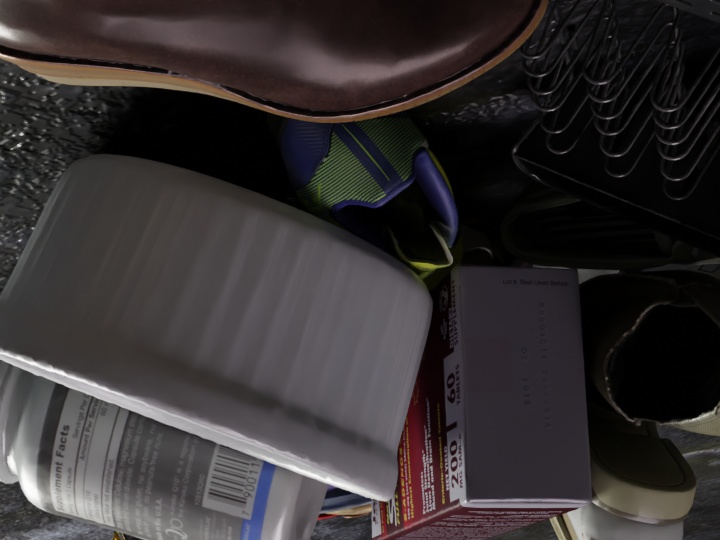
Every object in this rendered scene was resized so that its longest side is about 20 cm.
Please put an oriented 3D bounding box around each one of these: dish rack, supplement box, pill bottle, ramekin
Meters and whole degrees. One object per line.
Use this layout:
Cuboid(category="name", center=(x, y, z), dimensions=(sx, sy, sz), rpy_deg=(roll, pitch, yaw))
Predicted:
Cuboid(category="dish rack", center=(0.127, -0.065, 0.588), dimensions=(0.153, 0.055, 0.200), rpy_deg=(23, 169, 19))
Cuboid(category="supplement box", center=(0.052, 0.073, 0.759), dimensions=(0.061, 0.109, 0.200), rpy_deg=(2, 164, -11))
Cuboid(category="pill bottle", center=(-0.119, 0.089, 0.847), dimensions=(0.199, 0.114, 0.114), rpy_deg=(14, 163, 9))
Cuboid(category="ramekin", center=(-0.064, 0.025, 0.693), dimensions=(0.200, 0.098, 0.200), rpy_deg=(20, 171, 4))

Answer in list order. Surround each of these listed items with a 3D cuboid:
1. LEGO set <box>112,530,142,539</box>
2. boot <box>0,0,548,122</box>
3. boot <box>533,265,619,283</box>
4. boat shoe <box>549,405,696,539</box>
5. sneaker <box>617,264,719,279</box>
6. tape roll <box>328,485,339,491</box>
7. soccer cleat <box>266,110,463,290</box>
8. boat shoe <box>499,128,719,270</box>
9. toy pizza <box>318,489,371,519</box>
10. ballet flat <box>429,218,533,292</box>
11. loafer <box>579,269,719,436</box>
Cuboid(category="LEGO set", center=(-0.146, 0.213, 1.158), dimensions=(0.116, 0.200, 0.154), rpy_deg=(-33, 168, 15))
Cuboid(category="boot", center=(-0.039, -0.104, 0.472), dimensions=(0.199, 0.073, 0.166), rpy_deg=(-5, 164, 3))
Cuboid(category="boot", center=(0.100, 0.050, 0.882), dimensions=(0.073, 0.096, 0.200), rpy_deg=(37, 142, 3))
Cuboid(category="boat shoe", center=(0.115, 0.097, 0.761), dimensions=(0.074, 0.069, 0.200), rpy_deg=(12, -165, 1))
Cuboid(category="sneaker", center=(0.190, 0.029, 0.715), dimensions=(0.200, 0.076, 0.087), rpy_deg=(13, -167, 40))
Cuboid(category="tape roll", center=(-0.047, 0.087, 1.001), dimensions=(0.199, 0.085, 0.200), rpy_deg=(-7, 160, -3))
Cuboid(category="soccer cleat", center=(0.016, -0.020, 0.700), dimensions=(0.065, 0.084, 0.200), rpy_deg=(-40, 155, -1))
Cuboid(category="boat shoe", center=(0.157, -0.027, 0.716), dimensions=(0.200, 0.072, 0.062), rpy_deg=(-8, -156, 41))
Cuboid(category="toy pizza", center=(0.026, 0.148, 1.152), dimensions=(0.199, 0.032, 0.200), rpy_deg=(-18, -173, 2))
Cuboid(category="ballet flat", center=(0.000, 0.000, 0.820), dimensions=(0.199, 0.069, 0.071), rpy_deg=(-8, 143, -14))
Cuboid(category="loafer", center=(0.134, 0.032, 0.672), dimensions=(0.069, 0.076, 0.200), rpy_deg=(13, 177, -25))
